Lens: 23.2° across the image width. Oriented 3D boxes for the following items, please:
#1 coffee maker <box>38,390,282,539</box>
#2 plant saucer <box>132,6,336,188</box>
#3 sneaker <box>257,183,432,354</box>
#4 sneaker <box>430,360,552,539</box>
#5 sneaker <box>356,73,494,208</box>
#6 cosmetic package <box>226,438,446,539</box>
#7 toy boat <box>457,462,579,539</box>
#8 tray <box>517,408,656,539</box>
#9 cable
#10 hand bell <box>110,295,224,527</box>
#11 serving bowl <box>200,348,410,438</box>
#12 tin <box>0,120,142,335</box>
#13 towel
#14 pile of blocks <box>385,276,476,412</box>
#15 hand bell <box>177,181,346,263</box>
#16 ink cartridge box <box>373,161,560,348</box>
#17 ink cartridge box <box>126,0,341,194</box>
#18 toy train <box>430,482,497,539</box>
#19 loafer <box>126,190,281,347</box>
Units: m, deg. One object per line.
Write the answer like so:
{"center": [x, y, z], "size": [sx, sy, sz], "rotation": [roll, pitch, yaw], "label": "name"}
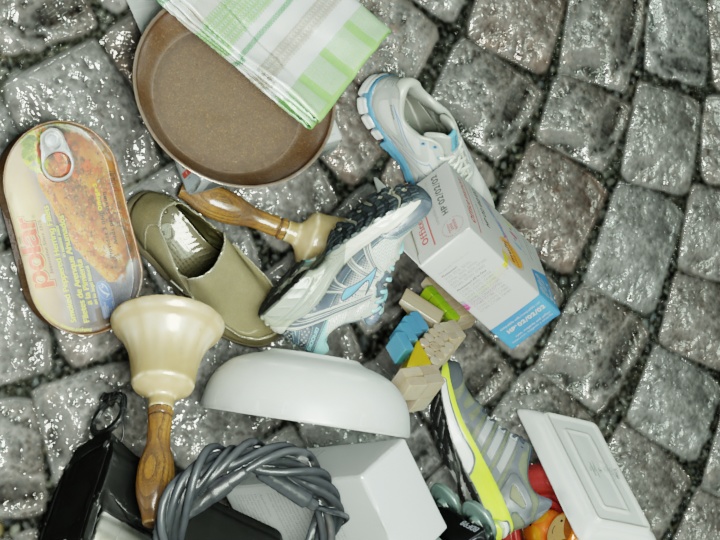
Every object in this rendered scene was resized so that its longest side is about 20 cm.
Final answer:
{"center": [-0.176, 0.241, 1.619], "size": [0.200, 0.135, 0.192], "rotation": [32, 74, -25], "label": "coffee maker"}
{"center": [-0.121, -0.166, 1.652], "size": [0.200, 0.037, 0.201], "rotation": [7, 70, -20], "label": "plant saucer"}
{"center": [0.000, 0.000, 1.657], "size": [0.200, 0.078, 0.086], "rotation": [-41, 108, 16], "label": "sneaker"}
{"center": [0.128, 0.180, 1.782], "size": [0.081, 0.074, 0.200], "rotation": [-13, 65, -16], "label": "sneaker"}
{"center": [0.079, -0.118, 1.787], "size": [0.200, 0.087, 0.075], "rotation": [49, 67, -21], "label": "sneaker"}
{"center": [-0.027, 0.224, 1.657], "size": [0.071, 0.200, 0.102], "rotation": [-37, 108, -41], "label": "cosmetic package"}
{"center": [0.194, 0.271, 1.820], "size": [0.200, 0.131, 0.131], "rotation": [-8, 93, -28], "label": "toy boat"}
{"center": [0.241, 0.214, 1.825], "size": [0.107, 0.200, 0.022], "rotation": [15, 121, -28], "label": "tray"}
{"center": [-0.098, 0.221, 1.538], "size": [0.200, 0.051, 0.164], "rotation": [-4, 109, -33], "label": "cable"}
{"center": [-0.178, 0.134, 1.564], "size": [0.104, 0.104, 0.200], "rotation": [18, 55, -27], "label": "hand bell"}
{"center": [-0.048, 0.112, 1.650], "size": [0.200, 0.200, 0.066], "rotation": [12, 85, -28], "label": "serving bowl"}
{"center": [-0.271, -0.039, 1.623], "size": [0.112, 0.042, 0.200], "rotation": [-16, 98, -30], "label": "tin"}
{"center": [-0.080, -0.248, 1.661], "size": [0.200, 0.031, 0.149], "rotation": [39, 62, -7], "label": "towel"}
{"center": [0.058, 0.074, 1.766], "size": [0.082, 0.062, 0.200], "rotation": [34, 36, 1], "label": "pile of blocks"}
{"center": [-0.083, -0.044, 1.710], "size": [0.200, 0.104, 0.104], "rotation": [21, 80, -15], "label": "hand bell"}
{"center": [0.107, -0.026, 1.756], "size": [0.068, 0.115, 0.200], "rotation": [-37, 127, 17], "label": "ink cartridge box"}
{"center": [-0.129, -0.187, 1.704], "size": [0.162, 0.050, 0.200], "rotation": [-18, 77, -28], "label": "ink cartridge box"}
{"center": [0.070, 0.271, 1.723], "size": [0.085, 0.200, 0.114], "rotation": [-31, 118, -27], "label": "toy train"}
{"center": [-0.145, 0.003, 1.674], "size": [0.200, 0.067, 0.076], "rotation": [41, 75, -20], "label": "loafer"}
